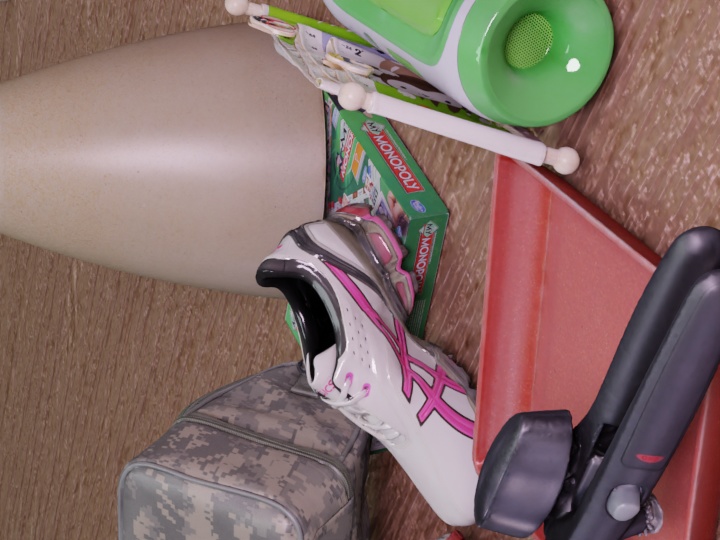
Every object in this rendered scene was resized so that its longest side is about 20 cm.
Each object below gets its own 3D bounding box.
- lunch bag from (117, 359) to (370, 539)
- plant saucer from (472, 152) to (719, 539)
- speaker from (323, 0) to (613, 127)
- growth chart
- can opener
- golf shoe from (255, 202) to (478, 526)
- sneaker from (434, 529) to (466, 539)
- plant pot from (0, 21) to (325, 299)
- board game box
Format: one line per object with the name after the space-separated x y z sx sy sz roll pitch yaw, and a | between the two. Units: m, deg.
-0.058 0.173 1.191 0.139 0.168 0.201 15 120 23 | lunch bag
0.121 0.063 0.936 0.200 0.037 0.200 -135 40 -52 | plant saucer
0.046 -0.139 0.960 0.200 0.088 0.089 -137 42 -56 | speaker
0.021 -0.096 0.982 0.200 0.144 0.018 47 121 60 | growth chart
0.117 0.065 0.828 0.200 0.078 0.064 117 146 -42 | can opener
0.008 0.065 1.098 0.073 0.092 0.201 -34 84 54 | golf shoe
0.037 0.238 1.151 0.078 0.082 0.201 -122 31 -41 | sneaker
-0.138 -0.074 1.234 0.187 0.199 0.188 180 90 -77 | plant pot
0.000 0.000 1.205 0.135 0.029 0.201 -121 30 -41 | board game box
